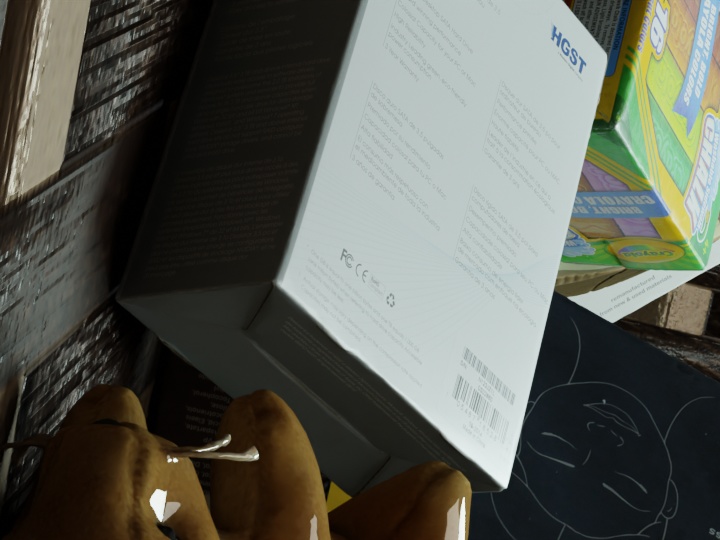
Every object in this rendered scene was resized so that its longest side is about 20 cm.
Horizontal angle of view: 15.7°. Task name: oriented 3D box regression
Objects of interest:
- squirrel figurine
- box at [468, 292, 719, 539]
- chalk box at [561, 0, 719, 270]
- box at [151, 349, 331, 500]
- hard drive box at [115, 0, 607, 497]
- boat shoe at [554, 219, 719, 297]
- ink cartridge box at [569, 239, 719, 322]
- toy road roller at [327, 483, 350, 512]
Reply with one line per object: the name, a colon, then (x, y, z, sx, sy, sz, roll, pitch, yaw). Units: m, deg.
squirrel figurine: (-0.061, 0.131, 0.767, 0.187, 0.141, 0.201, 40, 60, -77)
box: (0.102, 0.141, 1.087, 0.124, 0.199, 0.197, -63, 177, 38)
chalk box: (0.108, -0.078, 1.246, 0.200, 0.123, 0.125, 46, 53, -57)
box: (-0.047, 0.071, 1.090, 0.100, 0.075, 0.201, 17, 84, -85)
hard drive box: (0.008, -0.038, 0.983, 0.156, 0.077, 0.201, 44, 52, -41)
boat shoe: (0.099, -0.021, 1.355, 0.071, 0.199, 0.065, -28, -106, 60)
ink cartridge box: (0.095, -0.078, 1.447, 0.201, 0.125, 0.129, 64, -7, -20)
toy road roller: (-0.012, 0.198, 1.543, 0.200, 0.122, 0.146, -67, -177, -53)
